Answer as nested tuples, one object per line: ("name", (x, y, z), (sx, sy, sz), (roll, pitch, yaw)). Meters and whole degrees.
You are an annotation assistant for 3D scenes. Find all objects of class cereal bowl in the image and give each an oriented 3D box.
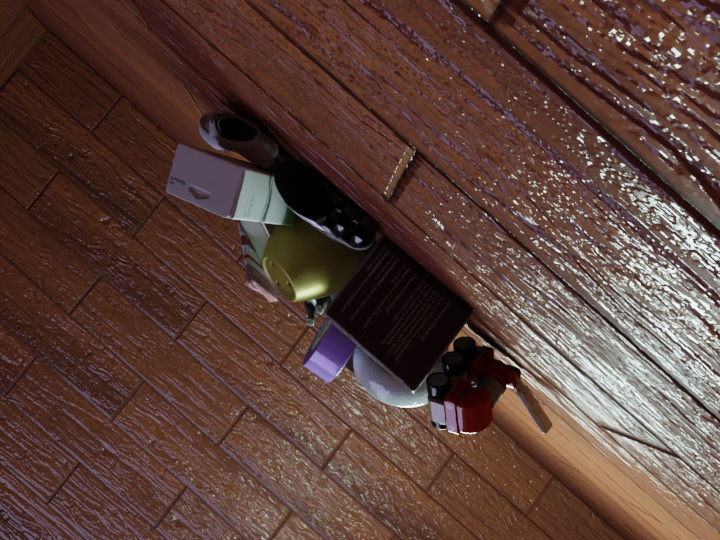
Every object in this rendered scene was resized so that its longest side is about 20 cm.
("cereal bowl", (0.085, 0.158, 1.246), (0.199, 0.198, 0.085), (37, 140, 28))

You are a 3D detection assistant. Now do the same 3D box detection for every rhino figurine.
("rhino figurine", (-0.120, 0.012, 1.429), (0.088, 0.058, 0.206), (-78, -25, -72))

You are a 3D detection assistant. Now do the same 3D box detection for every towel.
("towel", (-0.223, -0.046, 1.345), (0.144, 0.022, 0.206), (55, -160, -67))

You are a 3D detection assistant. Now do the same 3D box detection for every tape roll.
("tape roll", (-0.040, 0.121, 1.301), (0.065, 0.203, 0.200), (31, 176, -4))

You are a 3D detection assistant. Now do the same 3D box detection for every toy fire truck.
("toy fire truck", (0.237, 0.233, 1.156), (0.195, 0.176, 0.132), (10, 124, 33))

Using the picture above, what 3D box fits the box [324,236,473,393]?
("box", (0.066, 0.083, 1.112), (0.198, 0.165, 0.166), (39, 174, 10))

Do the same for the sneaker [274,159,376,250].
("sneaker", (-0.061, -0.097, 1.051), (0.199, 0.075, 0.089), (41, 173, 4))

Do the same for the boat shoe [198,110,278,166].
("boat shoe", (-0.221, -0.237, 1.087), (0.199, 0.072, 0.069), (38, 172, 36))

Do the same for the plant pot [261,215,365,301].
("plant pot", (-0.104, -0.025, 1.210), (0.199, 0.141, 0.203), (39, 151, 26))

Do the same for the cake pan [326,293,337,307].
("cake pan", (-0.068, 0.032, 1.478), (0.200, 0.036, 0.206), (160, 91, -81))

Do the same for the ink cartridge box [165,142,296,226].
("ink cartridge box", (-0.205, -0.140, 1.078), (0.143, 0.087, 0.199), (21, -172, 20))

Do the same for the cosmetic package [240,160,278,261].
("cosmetic package", (-0.182, -0.108, 1.292), (0.071, 0.104, 0.203), (5, 133, 37))

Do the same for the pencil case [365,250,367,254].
("pencil case", (0.000, 0.000, 1.396), (0.200, 0.081, 0.089), (52, -159, -66))

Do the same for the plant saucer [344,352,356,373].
("plant saucer", (0.054, 0.166, 1.357), (0.199, 0.195, 0.033), (33, 129, 53))
